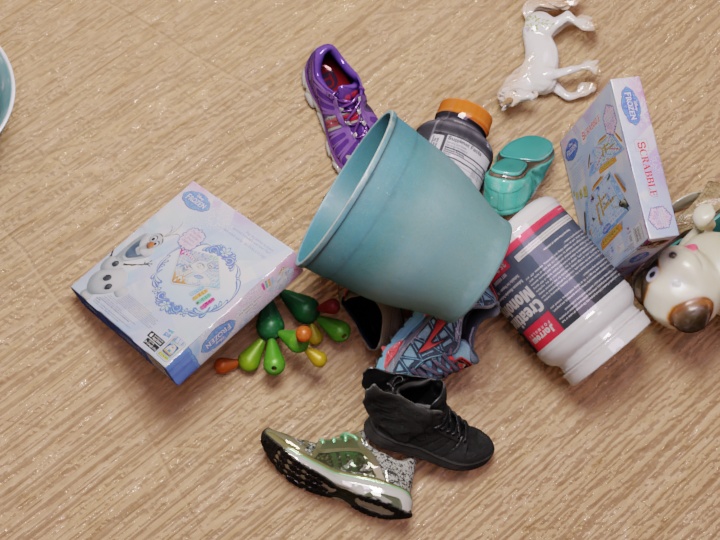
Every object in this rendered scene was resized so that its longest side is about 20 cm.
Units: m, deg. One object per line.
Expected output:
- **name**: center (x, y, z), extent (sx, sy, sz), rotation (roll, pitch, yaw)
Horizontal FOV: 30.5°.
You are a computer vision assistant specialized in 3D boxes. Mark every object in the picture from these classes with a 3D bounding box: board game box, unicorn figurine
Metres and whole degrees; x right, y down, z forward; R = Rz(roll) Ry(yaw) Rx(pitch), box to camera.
- **board game box**: center (0.312, -0.104, 1.617), extent (0.041, 0.200, 0.201), rotation (-8, 76, -12)
- **board game box**: center (-0.203, 0.010, 1.537), extent (0.199, 0.043, 0.200), rotation (-43, 51, -16)
- **unicorn figurine**: center (0.245, -0.274, 1.730), extent (0.137, 0.074, 0.201), rotation (0, 60, 1)

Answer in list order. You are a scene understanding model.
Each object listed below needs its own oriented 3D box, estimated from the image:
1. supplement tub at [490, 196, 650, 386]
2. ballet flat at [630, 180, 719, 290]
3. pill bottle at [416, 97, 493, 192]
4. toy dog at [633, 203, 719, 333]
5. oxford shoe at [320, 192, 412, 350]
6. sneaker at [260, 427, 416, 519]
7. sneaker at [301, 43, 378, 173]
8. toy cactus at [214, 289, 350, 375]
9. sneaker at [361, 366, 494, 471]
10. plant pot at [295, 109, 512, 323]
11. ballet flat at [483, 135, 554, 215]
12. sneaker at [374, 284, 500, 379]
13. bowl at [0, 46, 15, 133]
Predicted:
- **supplement tub**: center (0.239, 0.024, 1.599), extent (0.140, 0.140, 0.200), rotation (-37, 82, -16)
- **ballet flat**: center (0.403, -0.047, 1.694), extent (0.200, 0.071, 0.065), rotation (-35, 56, -19)
- **pill bottle**: center (0.101, -0.113, 1.636), extent (0.106, 0.106, 0.201), rotation (22, 72, -2)
- **toy dog**: center (0.432, 0.010, 1.621), extent (0.199, 0.195, 0.140), rotation (-9, 40, -28)
- **oxford shoe**: center (0.000, 0.000, 1.575), extent (0.075, 0.070, 0.201), rotation (-32, 96, -55)
- **sneaker**: center (-0.021, 0.220, 1.549), extent (0.199, 0.077, 0.089), rotation (26, 60, -7)
- **sneaker**: center (-0.015, -0.192, 1.654), extent (0.080, 0.083, 0.201), rotation (-28, 81, -15)
- **toy cactus**: center (-0.114, 0.043, 1.575), extent (0.199, 0.102, 0.166), rotation (-5, 65, -1)
- **sneaker**: center (0.082, 0.170, 1.531), extent (0.199, 0.104, 0.060), rotation (14, 43, -18)
- **plant pot**: center (0.057, -0.043, 1.470), extent (0.187, 0.200, 0.201), rotation (32, 72, -9)
- **ballet flat**: center (0.193, -0.114, 1.646), extent (0.067, 0.200, 0.071), rotation (13, 113, 16)
- **sneaker**: center (0.090, 0.092, 1.558), extent (0.095, 0.079, 0.200), rotation (34, 92, 29)
- **bowl**: center (-0.507, -0.190, 1.565), extent (0.200, 0.105, 0.202), rotation (3, 70, -8)
